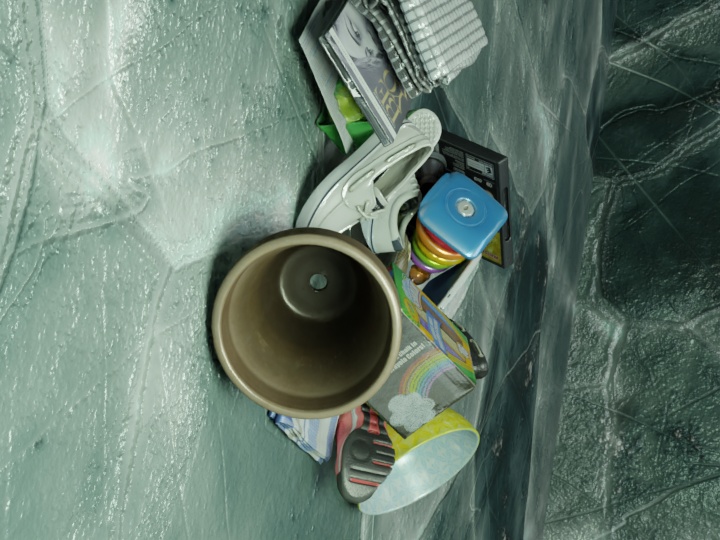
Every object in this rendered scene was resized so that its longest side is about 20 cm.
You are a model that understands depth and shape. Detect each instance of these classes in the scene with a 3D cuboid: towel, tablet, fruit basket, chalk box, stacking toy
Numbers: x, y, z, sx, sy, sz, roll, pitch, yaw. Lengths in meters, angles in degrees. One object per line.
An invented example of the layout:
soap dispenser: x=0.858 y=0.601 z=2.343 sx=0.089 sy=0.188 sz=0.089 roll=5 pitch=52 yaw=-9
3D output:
towel: x=0.069 y=-0.305 z=1.478 sx=0.166 sy=0.085 sz=0.200 roll=64 pitch=28 yaw=-13
tablet: x=0.103 y=0.043 z=1.790 sx=0.130 sy=0.014 sz=0.200 roll=-52 pitch=-175 yaw=-21
fruit basket: x=-0.016 y=-0.249 z=1.509 sx=0.200 sy=0.093 sz=0.186 roll=59 pitch=37 yaw=-36
towel: x=-0.060 y=0.149 z=1.557 sx=0.200 sy=0.024 sz=0.148 roll=55 pitch=44 yaw=-62
chalk box: x=0.034 y=0.086 z=1.562 sx=0.200 sy=0.124 sz=0.124 roll=46 pitch=17 yaw=-21
stacking toy: x=0.111 y=-0.038 z=1.764 sx=0.116 sy=0.110 sz=0.200 roll=-49 pitch=175 yaw=-35

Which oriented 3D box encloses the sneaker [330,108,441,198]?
sneaker: x=0.010 y=-0.134 z=1.603 sx=0.200 sy=0.104 sz=0.076 roll=-44 pitch=112 yaw=-21

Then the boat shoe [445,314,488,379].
boat shoe: x=0.132 y=0.106 z=1.795 sx=0.200 sy=0.060 sz=0.074 roll=-124 pitch=-147 yaw=-69

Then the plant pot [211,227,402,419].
plant pot: x=-0.053 y=0.035 z=1.343 sx=0.175 sy=0.199 sz=0.202 roll=-85 pitch=175 yaw=-72

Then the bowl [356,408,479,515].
bowl: x=0.059 y=0.247 z=1.768 sx=0.108 sy=0.200 sz=0.200 roll=57 pitch=0 yaw=29

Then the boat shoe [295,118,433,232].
boat shoe: x=0.006 y=-0.093 z=1.481 sx=0.200 sy=0.066 sz=0.072 roll=-44 pitch=148 yaw=-7

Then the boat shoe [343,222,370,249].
boat shoe: x=0.001 y=-0.002 z=1.636 sx=0.074 sy=0.063 sz=0.202 roll=-59 pitch=148 yaw=-45

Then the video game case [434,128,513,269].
video game case: x=0.141 y=-0.116 z=1.819 sx=0.025 sy=0.200 sz=0.182 roll=-31 pitch=131 yaw=-30

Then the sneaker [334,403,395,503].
sneaker: x=-0.001 y=0.225 z=1.643 sx=0.087 sy=0.073 sz=0.201 roll=129 pitch=-24 yaw=-48

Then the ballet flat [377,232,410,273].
ballet flat: x=0.039 y=0.042 z=1.739 sx=0.067 sy=0.046 sz=0.201 roll=-16 pitch=-123 yaw=64

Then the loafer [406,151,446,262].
loafer: x=0.090 y=-0.080 z=1.816 sx=0.063 sy=0.071 sz=0.201 roll=-86 pitch=180 yaw=-48

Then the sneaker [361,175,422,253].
sneaker: x=0.054 y=-0.112 z=1.737 sx=0.073 sy=0.070 sz=0.201 roll=55 pitch=45 yaw=-62

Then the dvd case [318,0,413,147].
dvd case: x=0.021 y=-0.256 z=1.463 sx=0.149 sy=0.016 sz=0.200 roll=57 pitch=32 yaw=-23
